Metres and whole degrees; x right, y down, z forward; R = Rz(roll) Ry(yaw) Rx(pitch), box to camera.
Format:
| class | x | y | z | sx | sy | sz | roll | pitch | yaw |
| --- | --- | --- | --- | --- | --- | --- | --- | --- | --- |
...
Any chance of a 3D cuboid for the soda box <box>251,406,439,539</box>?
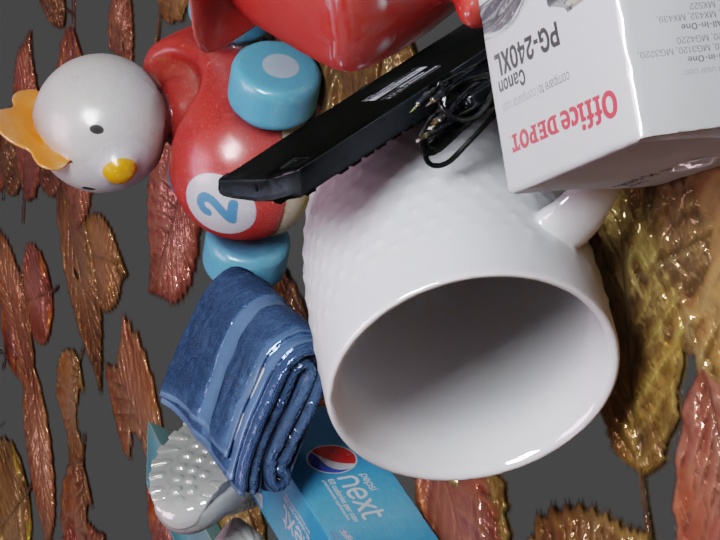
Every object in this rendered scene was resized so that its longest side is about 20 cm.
| class | x | y | z | sx | sy | sz | roll | pitch | yaw |
| --- | --- | --- | --- | --- | --- | --- | --- | --- | --- |
| soda box | -0.007 | 0.166 | 1.505 | 0.200 | 0.068 | 0.064 | -127 | 34 | -53 |

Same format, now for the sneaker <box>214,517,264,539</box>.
| class | x | y | z | sx | sy | sz | roll | pitch | yaw |
| --- | --- | --- | --- | --- | --- | --- | --- | --- | --- |
| sneaker | -0.062 | 0.258 | 1.683 | 0.099 | 0.078 | 0.200 | 26 | 156 | 18 |

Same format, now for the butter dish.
| class | x | y | z | sx | sy | sz | roll | pitch | yaw |
| --- | --- | --- | --- | --- | --- | --- | --- | --- | --- |
| butter dish | 0.020 | -0.178 | 1.173 | 0.148 | 0.200 | 0.200 | 43 | 163 | 18 |

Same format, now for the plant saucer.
| class | x | y | z | sx | sy | sz | roll | pitch | yaw |
| --- | --- | --- | --- | --- | --- | --- | --- | --- | --- |
| plant saucer | -0.143 | 0.207 | 1.962 | 0.200 | 0.019 | 0.070 | -127 | 35 | -52 |

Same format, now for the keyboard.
| class | x | y | z | sx | sy | sz | roll | pitch | yaw |
| --- | --- | --- | --- | --- | --- | --- | --- | --- | --- |
| keyboard | 0.032 | -0.076 | 1.142 | 0.104 | 0.200 | 0.040 | 2 | 123 | 59 |

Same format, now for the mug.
| class | x | y | z | sx | sy | sz | roll | pitch | yaw |
| --- | --- | --- | --- | --- | --- | --- | --- | --- | --- |
| mug | 0.059 | -0.023 | 1.188 | 0.200 | 0.147 | 0.176 | -45 | 37 | 28 |

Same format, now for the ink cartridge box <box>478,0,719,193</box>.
| class | x | y | z | sx | sy | sz | roll | pitch | yaw |
| --- | --- | --- | --- | --- | --- | --- | --- | --- | --- |
| ink cartridge box | 0.113 | -0.143 | 1.048 | 0.145 | 0.083 | 0.201 | 158 | 104 | -69 |

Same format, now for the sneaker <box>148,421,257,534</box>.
| class | x | y | z | sx | sy | sz | roll | pitch | yaw |
| --- | --- | --- | --- | --- | --- | --- | --- | --- | --- |
| sneaker | -0.091 | 0.139 | 1.642 | 0.200 | 0.076 | 0.081 | -56 | -35 | -62 |

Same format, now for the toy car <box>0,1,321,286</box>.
| class | x | y | z | sx | sy | sz | roll | pitch | yaw |
| --- | --- | --- | --- | --- | --- | --- | --- | --- | --- |
| toy car | -0.148 | -0.090 | 1.606 | 0.185 | 0.199 | 0.177 | 102 | 152 | -43 |

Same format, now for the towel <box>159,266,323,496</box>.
| class | x | y | z | sx | sy | sz | roll | pitch | yaw |
| --- | --- | --- | --- | --- | --- | --- | --- | --- | --- |
| towel | -0.076 | 0.067 | 1.530 | 0.112 | 0.048 | 0.200 | -68 | 20 | 7 |
